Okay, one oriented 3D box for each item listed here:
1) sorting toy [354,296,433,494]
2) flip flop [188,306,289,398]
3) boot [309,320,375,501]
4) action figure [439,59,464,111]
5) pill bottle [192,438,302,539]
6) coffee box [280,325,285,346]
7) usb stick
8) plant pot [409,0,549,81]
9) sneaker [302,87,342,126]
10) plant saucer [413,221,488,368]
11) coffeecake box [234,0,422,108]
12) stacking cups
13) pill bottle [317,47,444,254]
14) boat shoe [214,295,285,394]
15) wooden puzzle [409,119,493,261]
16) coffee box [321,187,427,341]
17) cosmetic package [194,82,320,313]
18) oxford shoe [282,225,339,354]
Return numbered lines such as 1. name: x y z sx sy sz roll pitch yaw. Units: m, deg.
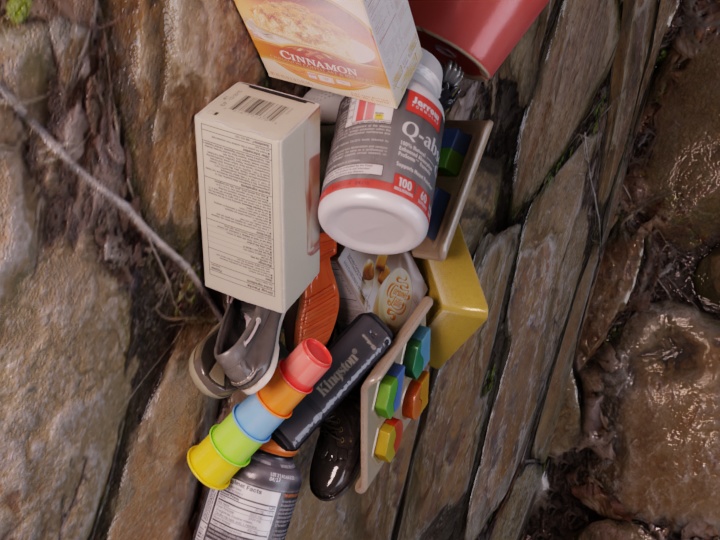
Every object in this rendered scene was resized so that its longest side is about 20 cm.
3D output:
1. sorting toy: 0.048 0.159 1.522 0.185 0.036 0.202 -51 154 -47
2. flip flop: -0.138 0.095 1.302 0.057 0.081 0.200 -41 180 23
3. boot: -0.046 0.173 1.485 0.174 0.068 0.203 42 63 -61
4. action figure: 0.060 -0.225 1.486 0.103 0.118 0.200 -68 170 17
5. pill bottle: -0.130 0.275 1.401 0.106 0.105 0.203 17 91 -69
6. coffee box: -0.067 0.137 1.536 0.200 0.043 0.125 14 92 -69
7. usb stick: -0.037 0.126 1.394 0.200 0.055 0.033 -46 175 -30
8. plant pot: 0.140 -0.347 1.501 0.179 0.199 0.200 -62 158 -2
9. sneaker: -0.023 -0.228 1.353 0.201 0.074 0.088 -57 139 -44
10. plant saucer: 0.087 0.011 1.625 0.048 0.202 0.200 -9 158 -22
11. coffeecake box: -0.037 -0.256 1.155 0.074 0.152 0.201 -64 157 -20
12. stacking cups: -0.106 0.150 1.305 0.200 0.061 0.060 -48 165 19
13. pill bottle: 0.027 -0.129 1.256 0.116 0.114 0.202 67 29 -59
14. boat shoe: -0.115 0.041 1.264 0.057 0.066 0.201 45 26 -29
15. wooden puzzle: 0.073 -0.112 1.553 0.046 0.199 0.187 24 82 -31
16. coffee box: 0.000 0.000 1.490 0.115 0.079 0.201 -61 143 -29
17. cosmetic package: -0.100 -0.073 1.214 0.087 0.102 0.202 -48 149 -48
18. oxford shoe: -0.071 0.018 1.383 0.071 0.072 0.203 -21 122 -51
